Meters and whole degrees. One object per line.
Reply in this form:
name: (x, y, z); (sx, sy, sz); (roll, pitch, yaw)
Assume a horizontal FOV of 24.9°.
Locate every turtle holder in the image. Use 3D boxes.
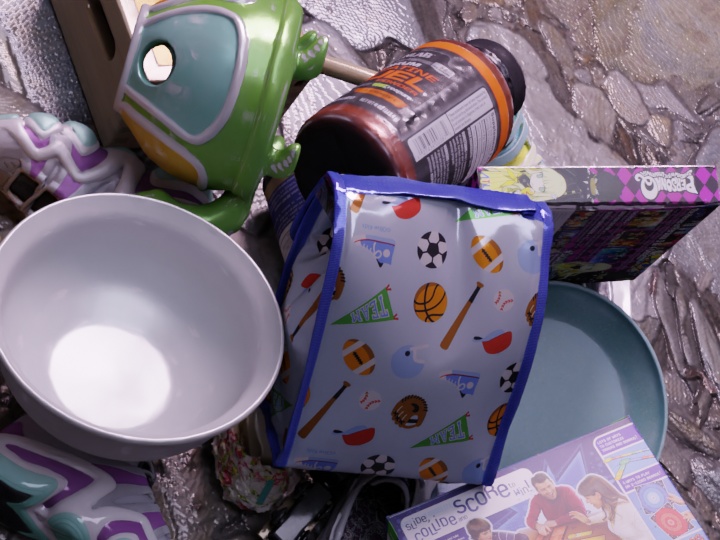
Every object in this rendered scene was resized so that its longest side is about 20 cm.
turtle holder: (-0.109, -0.116, 1.166); (0.131, 0.186, 0.141); (16, 28, -10)

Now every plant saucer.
plant saucer: (0.151, 0.110, 1.315); (0.199, 0.036, 0.201); (3, 80, -17)

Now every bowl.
bowl: (-0.157, 0.053, 1.084); (0.200, 0.091, 0.202); (13, 47, -15)

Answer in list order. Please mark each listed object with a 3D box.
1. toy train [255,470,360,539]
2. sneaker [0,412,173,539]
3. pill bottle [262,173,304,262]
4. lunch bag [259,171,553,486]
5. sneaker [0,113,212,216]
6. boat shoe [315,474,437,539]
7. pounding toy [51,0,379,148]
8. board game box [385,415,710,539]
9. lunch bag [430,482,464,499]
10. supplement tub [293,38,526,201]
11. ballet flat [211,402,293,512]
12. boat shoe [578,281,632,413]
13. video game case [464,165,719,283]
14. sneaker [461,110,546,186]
toy train: (-0.050, 0.180, 1.165); (0.034, 0.046, 0.200); (44, 58, -6)
sneaker: (-0.152, 0.150, 1.115); (0.200, 0.078, 0.140); (41, 50, -3)
pill bottle: (0.000, 0.000, 1.276); (0.111, 0.112, 0.201); (-4, 64, -32)
lunch bag: (0.030, 0.031, 1.120); (0.169, 0.201, 0.124); (5, 27, -21)
sneaker: (-0.202, -0.027, 1.185); (0.199, 0.078, 0.141); (16, 55, -22)
boat shoe: (0.016, 0.170, 1.208); (0.072, 0.069, 0.200); (43, 50, -1)
pounding toy: (-0.116, -0.187, 1.300); (0.183, 0.142, 0.201); (-9, 67, -34)
board game box: (0.134, 0.196, 1.137); (0.199, 0.035, 0.136); (-20, 56, -15)
lunch bag: (0.139, 0.253, 1.197); (0.199, 0.127, 0.170); (17, 53, -14)
supplement tub: (0.045, -0.107, 1.227); (0.107, 0.107, 0.200); (48, 46, 4)
ballet flat: (-0.080, 0.080, 1.211); (0.075, 0.064, 0.201); (2, 61, -29)
boat shoe: (0.199, 0.032, 1.409); (0.067, 0.072, 0.201); (-1, 73, 7)
video game case: (0.154, -0.032, 1.243); (0.180, 0.200, 0.036); (-1, 74, -9)
sneaker: (0.132, -0.079, 1.364); (0.200, 0.131, 0.080); (41, 74, 20)
